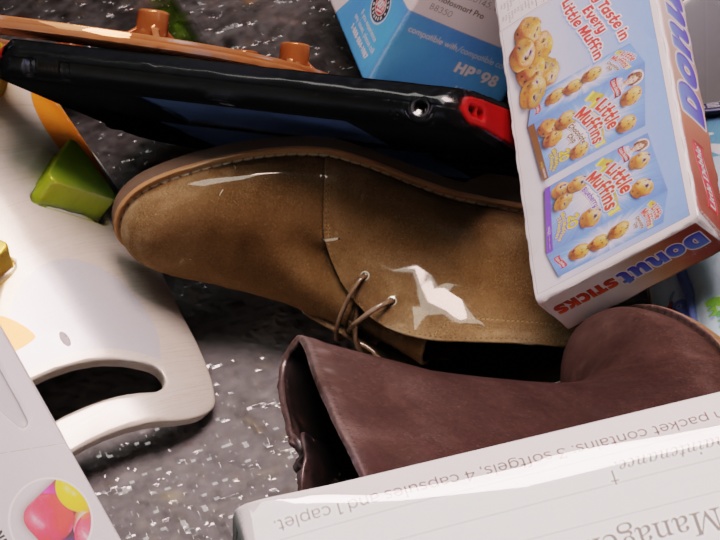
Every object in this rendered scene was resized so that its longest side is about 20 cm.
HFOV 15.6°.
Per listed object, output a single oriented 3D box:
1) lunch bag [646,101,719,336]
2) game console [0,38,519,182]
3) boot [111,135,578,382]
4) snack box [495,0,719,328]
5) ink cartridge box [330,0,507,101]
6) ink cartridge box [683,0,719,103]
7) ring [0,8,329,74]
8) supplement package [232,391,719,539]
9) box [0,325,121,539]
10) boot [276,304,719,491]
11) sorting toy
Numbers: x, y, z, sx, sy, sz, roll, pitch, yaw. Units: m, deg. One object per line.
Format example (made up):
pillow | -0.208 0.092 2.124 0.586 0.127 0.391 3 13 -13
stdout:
lunch bag | 0.191 0.015 0.992 0.160 0.083 0.200 -4 42 1
game console | -0.026 -0.062 1.070 0.199 0.031 0.177 7 1 18
boot | 0.000 0.000 1.033 0.199 0.074 0.076 6 52 -4
snack box | 0.090 -0.076 1.000 0.072 0.024 0.201 -28 46 26
ink cartridge box | 0.064 -0.178 1.138 0.066 0.200 0.116 20 28 -26
ink cartridge box | 0.152 -0.114 1.115 0.068 0.116 0.200 26 51 32
ring | -0.107 -0.098 1.116 0.199 0.019 0.200 7 0 0
supplement package | 0.083 0.153 0.663 0.190 0.147 0.201 -14 63 -8
box | -0.206 0.087 0.938 0.200 0.041 0.156 -29 85 -20
boot | 0.052 0.047 0.854 0.166 0.072 0.200 23 24 -21
sorting toy | -0.154 0.018 1.052 0.200 0.107 0.180 -30 64 -23
